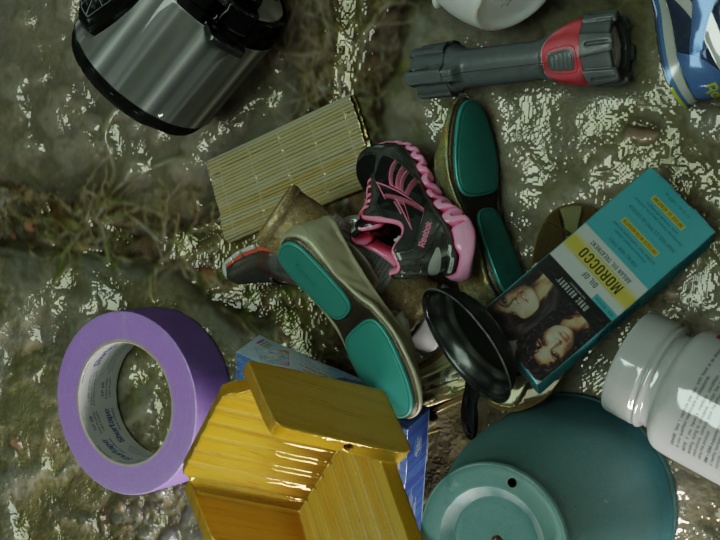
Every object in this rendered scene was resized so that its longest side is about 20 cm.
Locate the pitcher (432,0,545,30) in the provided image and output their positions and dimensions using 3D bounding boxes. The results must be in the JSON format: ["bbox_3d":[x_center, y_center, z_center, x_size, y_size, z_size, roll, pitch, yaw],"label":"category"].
[{"bbox_3d":[0.083,-0.303,1.167,0.172,0.121,0.200,-51,56,40],"label":"pitcher"}]

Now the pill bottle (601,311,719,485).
[{"bbox_3d":[0.308,0.119,1.043,0.200,0.113,0.114,28,106,26],"label":"pill bottle"}]

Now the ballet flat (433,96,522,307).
[{"bbox_3d":[0.099,-0.060,1.191,0.070,0.071,0.201,-16,84,30],"label":"ballet flat"}]

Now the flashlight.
[{"bbox_3d":[0.145,-0.193,1.153,0.199,0.068,0.068,-1,63,32],"label":"flashlight"}]

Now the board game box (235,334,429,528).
[{"bbox_3d":[-0.031,0.185,1.231,0.199,0.043,0.201,21,126,29],"label":"board game box"}]

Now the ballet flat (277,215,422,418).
[{"bbox_3d":[0.005,0.037,1.135,0.069,0.069,0.200,-34,91,28],"label":"ballet flat"}]

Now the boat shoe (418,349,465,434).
[{"bbox_3d":[0.071,0.120,1.208,0.200,0.073,0.063,-37,74,25],"label":"boat shoe"}]

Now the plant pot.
[{"bbox_3d":[0.150,0.218,1.099,0.199,0.188,0.201,2,94,31],"label":"plant pot"}]

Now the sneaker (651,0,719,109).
[{"bbox_3d":[0.287,-0.241,1.066,0.082,0.074,0.201,-10,94,29],"label":"sneaker"}]

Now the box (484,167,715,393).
[{"bbox_3d":[0.201,0.008,1.090,0.200,0.049,0.082,-41,73,-2],"label":"box"}]

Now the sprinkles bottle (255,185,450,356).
[{"bbox_3d":[0.000,0.000,1.197,0.200,0.068,0.068,34,111,-5],"label":"sprinkles bottle"}]

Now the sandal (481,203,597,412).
[{"bbox_3d":[0.173,0.038,1.148,0.080,0.054,0.201,18,80,27],"label":"sandal"}]

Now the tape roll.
[{"bbox_3d":[-0.240,0.142,1.401,0.199,0.066,0.201,1,93,30],"label":"tape roll"}]

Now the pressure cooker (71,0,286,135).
[{"bbox_3d":[-0.173,-0.261,1.282,0.176,0.179,0.200,47,115,4],"label":"pressure cooker"}]

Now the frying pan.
[{"bbox_3d":[0.106,0.090,1.087,0.115,0.031,0.190,30,149,54],"label":"frying pan"}]

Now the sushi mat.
[{"bbox_3d":[-0.074,-0.103,1.319,0.199,0.012,0.096,-21,81,30],"label":"sushi mat"}]

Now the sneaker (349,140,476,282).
[{"bbox_3d":[0.028,-0.055,1.174,0.200,0.095,0.079,-126,30,-49],"label":"sneaker"}]

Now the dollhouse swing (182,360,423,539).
[{"bbox_3d":[-0.055,0.222,1.105,0.176,0.181,0.200,-93,24,-43],"label":"dollhouse swing"}]

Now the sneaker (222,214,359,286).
[{"bbox_3d":[-0.053,-0.001,1.278,0.199,0.077,0.082,-14,91,31],"label":"sneaker"}]
